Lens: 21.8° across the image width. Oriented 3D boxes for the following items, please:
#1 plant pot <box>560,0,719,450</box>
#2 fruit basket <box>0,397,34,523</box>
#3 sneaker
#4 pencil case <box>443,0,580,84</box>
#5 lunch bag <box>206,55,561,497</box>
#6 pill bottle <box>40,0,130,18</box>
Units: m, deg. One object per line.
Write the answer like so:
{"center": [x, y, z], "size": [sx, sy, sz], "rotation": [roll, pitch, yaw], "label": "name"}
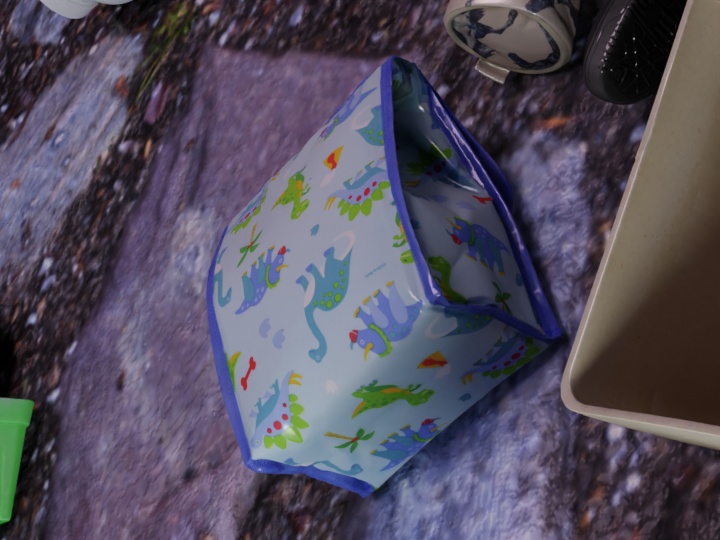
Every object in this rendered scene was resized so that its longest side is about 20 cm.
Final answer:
{"center": [0.232, -0.001, 0.721], "size": [0.200, 0.177, 0.200], "rotation": [7, 74, 54], "label": "plant pot"}
{"center": [-0.349, 0.112, 1.445], "size": [0.215, 0.155, 0.216], "rotation": [-7, 80, 46], "label": "fruit basket"}
{"center": [0.161, -0.187, 1.042], "size": [0.104, 0.060, 0.200], "rotation": [25, 83, 52], "label": "sneaker"}
{"center": [0.106, -0.216, 1.112], "size": [0.089, 0.078, 0.201], "rotation": [93, -169, -74], "label": "pencil case"}
{"center": [0.000, 0.000, 1.067], "size": [0.170, 0.127, 0.200], "rotation": [-43, 49, 27], "label": "lunch bag"}
{"center": [-0.189, -0.292, 1.515], "size": [0.200, 0.111, 0.111], "rotation": [-40, 41, 31], "label": "pill bottle"}
